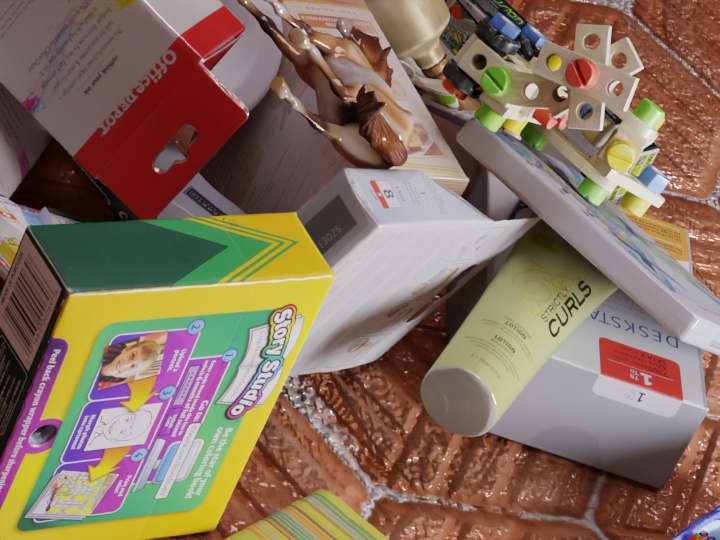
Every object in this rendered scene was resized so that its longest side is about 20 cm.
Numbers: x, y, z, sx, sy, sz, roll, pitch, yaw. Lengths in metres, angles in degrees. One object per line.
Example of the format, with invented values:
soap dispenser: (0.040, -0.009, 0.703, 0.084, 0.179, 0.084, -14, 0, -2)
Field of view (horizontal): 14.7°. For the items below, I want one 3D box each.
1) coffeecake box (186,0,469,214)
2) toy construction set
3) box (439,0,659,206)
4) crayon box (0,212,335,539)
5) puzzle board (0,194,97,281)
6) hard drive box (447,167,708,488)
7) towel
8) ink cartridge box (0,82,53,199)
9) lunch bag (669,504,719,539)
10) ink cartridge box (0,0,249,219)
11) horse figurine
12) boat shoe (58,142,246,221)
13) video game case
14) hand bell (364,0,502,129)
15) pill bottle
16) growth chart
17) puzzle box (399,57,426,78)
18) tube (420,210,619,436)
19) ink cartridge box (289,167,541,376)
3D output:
coffeecake box: (-0.026, -0.069, 1.802, 0.073, 0.154, 0.200, 3, 41, -31)
toy construction set: (0.127, -0.101, 1.720, 0.131, 0.092, 0.200, 43, -1, 17)
box: (0.114, -0.107, 1.986, 0.035, 0.110, 0.200, -14, 52, -45)
crayon box: (-0.127, 0.063, 1.519, 0.172, 0.200, 0.058, -4, 44, -38)
puzzle board: (-0.157, 0.008, 1.663, 0.151, 0.017, 0.200, 47, 13, 26)
hard drive box: (0.141, 0.034, 1.849, 0.155, 0.077, 0.200, 18, 35, -12)
towel: (-0.055, 0.184, 1.576, 0.086, 0.018, 0.200, 37, 36, 24)
ink cartridge box: (-0.255, -0.104, 1.727, 0.117, 0.067, 0.200, 61, 27, -20)
lunch bag: (0.255, 0.213, 1.700, 0.200, 0.094, 0.151, -27, 61, -36)
ink cartridge box: (-0.154, -0.141, 1.678, 0.200, 0.116, 0.067, 46, 33, 0)
horse figurine: (-0.012, -0.110, 1.658, 0.132, 0.050, 0.200, 38, 12, -33)
boat shoe: (-0.123, -0.033, 1.746, 0.200, 0.057, 0.069, 41, 29, 10)
video game case: (0.166, -0.015, 1.772, 0.200, 0.022, 0.182, 43, 10, 23)
hand bell: (0.055, -0.136, 1.934, 0.200, 0.104, 0.104, 58, 27, -22)
pill bottle: (-0.141, -0.160, 1.826, 0.113, 0.114, 0.200, 4, 10, -30)
growth chart: (0.024, -0.111, 1.924, 0.199, 0.145, 0.018, 29, 66, 6)
puzzle box: (-0.055, -0.183, 1.999, 0.199, 0.026, 0.133, 14, 9, -17)
tube: (0.100, 0.028, 1.723, 0.052, 0.058, 0.200, -1, 29, 31)
ink cartridge box: (0.000, 0.000, 1.682, 0.050, 0.162, 0.200, 56, 27, 14)
